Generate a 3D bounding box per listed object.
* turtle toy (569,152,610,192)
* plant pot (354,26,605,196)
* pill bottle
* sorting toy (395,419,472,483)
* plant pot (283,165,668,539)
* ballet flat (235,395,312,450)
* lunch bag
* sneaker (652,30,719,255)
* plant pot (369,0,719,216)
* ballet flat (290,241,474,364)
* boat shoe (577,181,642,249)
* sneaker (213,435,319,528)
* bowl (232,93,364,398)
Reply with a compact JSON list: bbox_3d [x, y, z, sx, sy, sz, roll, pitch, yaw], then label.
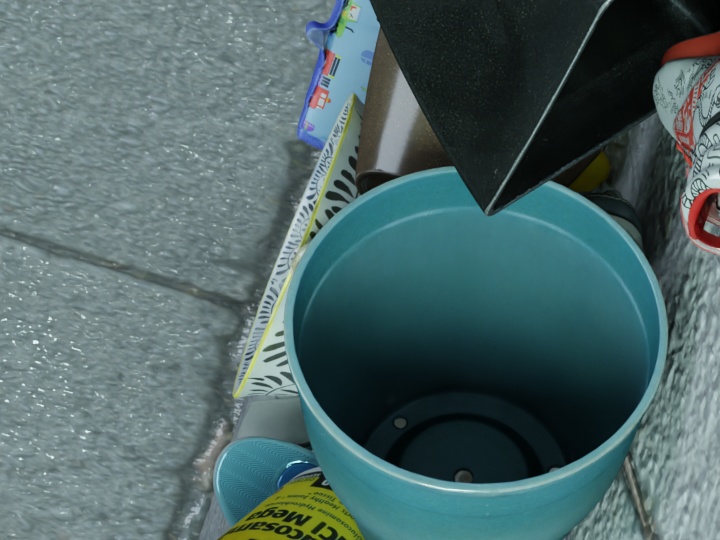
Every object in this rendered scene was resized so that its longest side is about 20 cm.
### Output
[{"bbox_3d":[0.083,-0.094,1.703,0.101,0.146,0.200,-35,20,16],"label":"turtle toy"},{"bbox_3d":[0.082,-0.115,1.525,0.200,0.187,0.187,-63,4,-18],"label":"plant pot"},{"bbox_3d":[-0.048,0.198,1.497,0.200,0.112,0.113,-36,-28,-56],"label":"pill bottle"},{"bbox_3d":[0.053,0.103,1.793,0.180,0.107,0.200,-71,2,-63],"label":"sorting toy"},{"bbox_3d":[0.058,0.078,1.437,0.188,0.200,0.200,92,-171,-57],"label":"plant pot"},{"bbox_3d":[-0.033,0.086,1.771,0.200,0.069,0.070,-9,-61,-66],"label":"ballet flat"},{"bbox_3d":[0.054,-0.141,1.912,0.094,0.200,0.151,-92,21,-69],"label":"lunch bag"},{"bbox_3d":[0.176,-0.057,1.278,0.201,0.067,0.108,146,143,-75],"label":"sneaker"},{"bbox_3d":[0.106,-0.183,1.348,0.199,0.177,0.200,-32,-18,-30],"label":"plant pot"},{"bbox_3d":[0.043,0.020,1.542,0.066,0.200,0.057,-55,33,29],"label":"ballet flat"},{"bbox_3d":[0.128,-0.024,1.574,0.200,0.073,0.062,113,169,-76],"label":"boat shoe"},{"bbox_3d":[-0.005,0.173,1.671,0.080,0.200,0.131,-55,-2,0],"label":"sneaker"},{"bbox_3d":[0.000,0.000,1.616,0.201,0.094,0.201,-159,90,-85],"label":"bowl"}]
